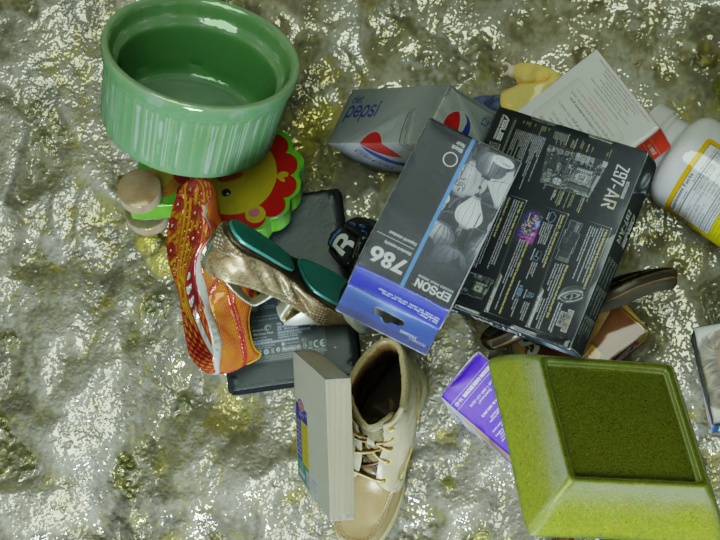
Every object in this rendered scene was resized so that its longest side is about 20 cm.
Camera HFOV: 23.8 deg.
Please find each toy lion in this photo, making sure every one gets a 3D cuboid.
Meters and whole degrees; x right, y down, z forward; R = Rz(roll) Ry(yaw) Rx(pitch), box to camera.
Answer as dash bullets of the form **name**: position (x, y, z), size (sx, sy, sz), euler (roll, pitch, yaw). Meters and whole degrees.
- **toy lion**: position (-0.154, -0.117, 1.791), size (0.191, 0.069, 0.200), euler (-4, 62, 1)

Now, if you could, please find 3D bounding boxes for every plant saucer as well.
- **plant saucer**: position (0.235, 0.153, 1.588), size (0.200, 0.048, 0.200), euler (5, 49, -18)

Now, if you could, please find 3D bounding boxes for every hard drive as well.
- **hard drive**: position (-0.078, 0.021, 1.777), size (0.139, 0.033, 0.200), euler (-8, 76, 6)

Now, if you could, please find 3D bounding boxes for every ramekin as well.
- **ramekin**: position (-0.167, -0.182, 1.715), size (0.200, 0.098, 0.200), euler (9, 39, -8)

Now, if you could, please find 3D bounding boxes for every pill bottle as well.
- **pill bottle**: position (0.362, -0.083, 1.701), size (0.200, 0.104, 0.104), euler (36, 84, 15)

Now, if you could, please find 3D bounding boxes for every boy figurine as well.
- **boy figurine**: position (0.178, -0.162, 1.768), size (0.200, 0.064, 0.125), euler (-15, 75, 4)

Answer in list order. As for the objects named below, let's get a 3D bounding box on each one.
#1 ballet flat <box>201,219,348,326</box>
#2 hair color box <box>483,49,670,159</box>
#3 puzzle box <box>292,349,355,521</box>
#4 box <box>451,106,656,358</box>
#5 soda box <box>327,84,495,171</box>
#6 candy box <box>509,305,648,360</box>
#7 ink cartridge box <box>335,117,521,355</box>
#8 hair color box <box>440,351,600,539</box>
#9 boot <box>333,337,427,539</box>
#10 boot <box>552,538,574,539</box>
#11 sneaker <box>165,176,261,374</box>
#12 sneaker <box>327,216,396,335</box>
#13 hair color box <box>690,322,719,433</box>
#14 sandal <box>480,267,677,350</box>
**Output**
- **ballet flat**: position (-0.077, 0.015, 1.697), size (0.065, 0.200, 0.071), euler (-46, 32, 20)
- **hair color box**: position (0.190, -0.108, 1.681), size (0.200, 0.064, 0.111), euler (-37, 65, 8)
- **puzzle box**: position (-0.036, 0.153, 1.639), size (0.025, 0.200, 0.133), euler (-3, 96, -10)
- **box**: position (0.169, -0.038, 1.612), size (0.160, 0.044, 0.200), euler (19, 84, 25)
- **soda box**: position (0.047, -0.141, 1.717), size (0.063, 0.200, 0.068), euler (30, 80, -27)
- **candy box**: position (0.184, 0.025, 1.727), size (0.117, 0.056, 0.200), euler (-38, 76, -3)
- **ink cartridge box**: position (0.063, -0.032, 1.580), size (0.099, 0.039, 0.200), euler (25, 82, 1)
- **hair color box**: position (0.174, 0.173, 1.664), size (0.200, 0.109, 0.065), euler (39, 84, 15)
- **boot**: position (0.012, 0.171, 1.663), size (0.073, 0.155, 0.200), euler (17, 80, 11)
- **boot**: position (0.187, 0.366, 1.643), size (0.144, 0.071, 0.201), euler (38, 88, 9)
- **sneaker**: position (-0.146, 0.003, 1.720), size (0.077, 0.073, 0.200), euler (-14, 102, -37)
- **sneaker**: position (0.000, 0.000, 1.695), size (0.112, 0.200, 0.073), euler (37, 108, 18)
- **hair color box**: position (0.433, 0.091, 1.671), size (0.200, 0.061, 0.100), euler (-11, 75, 6)
- **sandal**: position (0.216, 0.047, 1.660), size (0.200, 0.082, 0.055), euler (-18, 96, -4)
